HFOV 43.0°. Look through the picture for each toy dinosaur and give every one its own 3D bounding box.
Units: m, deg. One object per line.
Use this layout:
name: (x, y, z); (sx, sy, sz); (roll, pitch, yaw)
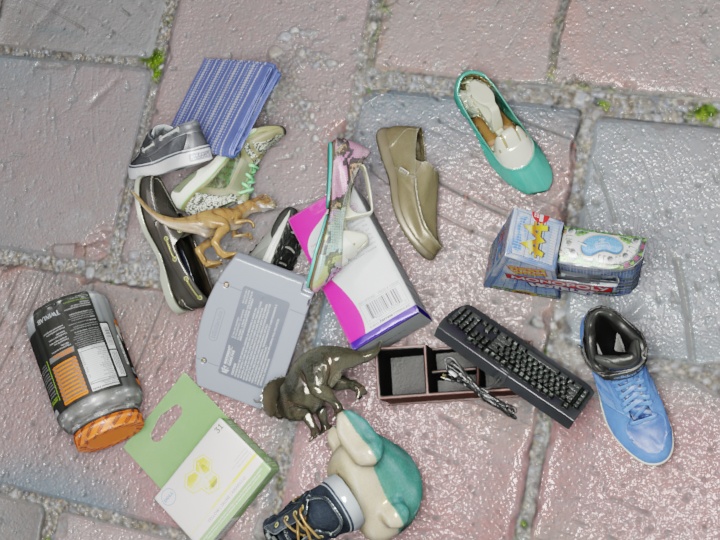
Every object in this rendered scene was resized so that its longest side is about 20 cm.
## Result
toy dinosaur: (-0.057, 0.144, 1.143); (0.102, 0.077, 0.200); (48, 115, 11)
toy dinosaur: (-0.213, -0.061, 1.261); (0.198, 0.060, 0.108); (-9, 78, -26)

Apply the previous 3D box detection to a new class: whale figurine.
whale figurine: (0.021, 0.240, 1.116); (0.103, 0.201, 0.159); (-28, 49, -18)

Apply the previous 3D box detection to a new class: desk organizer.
desk organizer: (0.121, 0.129, 1.169); (0.197, 0.077, 0.073); (-6, 77, 13)

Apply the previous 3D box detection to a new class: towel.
towel: (-0.200, -0.236, 1.313); (0.199, 0.024, 0.146); (20, 82, 49)

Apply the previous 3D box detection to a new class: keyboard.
keyboard: (0.175, 0.121, 1.101); (0.199, 0.021, 0.127); (33, 47, 18)

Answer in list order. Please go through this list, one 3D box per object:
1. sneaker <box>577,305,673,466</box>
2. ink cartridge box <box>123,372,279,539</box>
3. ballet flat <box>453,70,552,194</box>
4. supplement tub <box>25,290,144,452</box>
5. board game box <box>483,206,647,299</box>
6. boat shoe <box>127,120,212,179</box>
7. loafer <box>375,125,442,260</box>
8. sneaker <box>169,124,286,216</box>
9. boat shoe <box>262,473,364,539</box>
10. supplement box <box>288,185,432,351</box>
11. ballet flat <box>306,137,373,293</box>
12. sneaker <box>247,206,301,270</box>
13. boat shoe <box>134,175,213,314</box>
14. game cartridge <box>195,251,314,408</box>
sneaker: (0.318, 0.137, 1.097); (0.076, 0.111, 0.202); (-20, 74, 10)
ink cartridge box: (-0.228, 0.257, 1.251); (0.200, 0.048, 0.146); (41, 91, 16)
ballet flat: (0.185, -0.187, 1.223); (0.067, 0.070, 0.201); (-34, 72, 5)
supplement tub: (-0.380, 0.142, 1.276); (0.122, 0.123, 0.202); (-27, 73, 8)
board game box: (0.238, -0.013, 1.103); (0.197, 0.200, 0.063); (10, 80, 17)
boat shoe: (-0.278, -0.173, 1.298); (0.199, 0.071, 0.069); (-4, 102, 54)
loafer: (0.076, -0.113, 1.233); (0.067, 0.076, 0.202); (-22, 74, 16)
sneaker: (-0.175, -0.129, 1.315); (0.199, 0.077, 0.089); (-38, 84, 10)
boat shoe: (-0.060, 0.307, 1.109); (0.090, 0.200, 0.071); (-30, 81, -23)
supplement box: (0.000, 0.000, 1.216); (0.100, 0.103, 0.202); (-29, 74, 8)
ballet flat: (-0.020, -0.068, 1.155); (0.070, 0.069, 0.203); (9, 79, -3)
sneaker: (-0.146, -0.002, 1.272); (0.079, 0.074, 0.202); (27, 87, 23)
boat shoe: (-0.260, -0.042, 1.288); (0.060, 0.072, 0.204); (-14, 99, 20)
game cartridge: (-0.146, 0.080, 1.213); (0.132, 0.041, 0.202); (19, 113, -3)
